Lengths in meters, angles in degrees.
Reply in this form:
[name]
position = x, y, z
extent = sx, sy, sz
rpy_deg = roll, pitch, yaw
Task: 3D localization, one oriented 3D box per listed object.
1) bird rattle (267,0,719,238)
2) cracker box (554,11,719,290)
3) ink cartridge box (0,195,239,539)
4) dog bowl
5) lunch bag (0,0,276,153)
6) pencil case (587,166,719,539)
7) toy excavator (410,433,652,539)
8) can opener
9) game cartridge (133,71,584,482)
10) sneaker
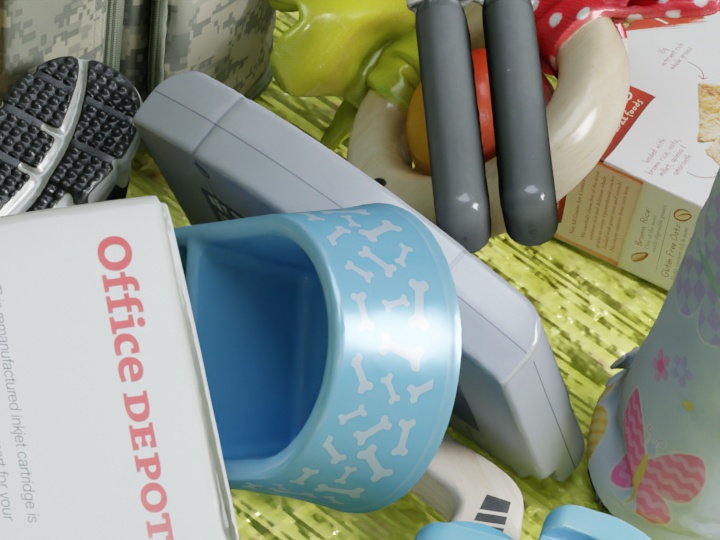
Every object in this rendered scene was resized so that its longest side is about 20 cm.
[bird rattle]
position = 0.062, -0.077, 1.246
extent = 0.199, 0.113, 0.164
rpy_deg = -10, 48, 20
[cracker box]
position = 0.187, -0.036, 1.302
extent = 0.199, 0.058, 0.134
rpy_deg = 25, 44, 18
[ink cartridge box]
position = -0.150, 0.066, 1.008
extent = 0.199, 0.085, 0.145
rpy_deg = -9, 67, -8
[dog bowl]
position = -0.045, 0.032, 1.084
extent = 0.049, 0.112, 0.199
rpy_deg = 7, -8, -37
[lunch bag]
position = -0.107, -0.151, 1.265
extent = 0.167, 0.201, 0.139
rpy_deg = -16, 45, -25
[pencil case]
position = 0.152, 0.018, 1.129
extent = 0.083, 0.201, 0.091
rpy_deg = 0, 48, -21
[toy excavator]
position = 0.051, 0.118, 1.088
extent = 0.193, 0.100, 0.200
rpy_deg = 15, 27, 7
[can opener]
position = 0.044, -0.098, 1.166
extent = 0.052, 0.067, 0.201
rpy_deg = -7, 56, 5
[game cartridge]
position = 0.000, 0.000, 1.169
extent = 0.200, 0.133, 0.041
rpy_deg = 35, 80, 26
[sneaker]
position = -0.149, 0.009, 1.181
extent = 0.073, 0.080, 0.200
rpy_deg = 31, 62, 14
